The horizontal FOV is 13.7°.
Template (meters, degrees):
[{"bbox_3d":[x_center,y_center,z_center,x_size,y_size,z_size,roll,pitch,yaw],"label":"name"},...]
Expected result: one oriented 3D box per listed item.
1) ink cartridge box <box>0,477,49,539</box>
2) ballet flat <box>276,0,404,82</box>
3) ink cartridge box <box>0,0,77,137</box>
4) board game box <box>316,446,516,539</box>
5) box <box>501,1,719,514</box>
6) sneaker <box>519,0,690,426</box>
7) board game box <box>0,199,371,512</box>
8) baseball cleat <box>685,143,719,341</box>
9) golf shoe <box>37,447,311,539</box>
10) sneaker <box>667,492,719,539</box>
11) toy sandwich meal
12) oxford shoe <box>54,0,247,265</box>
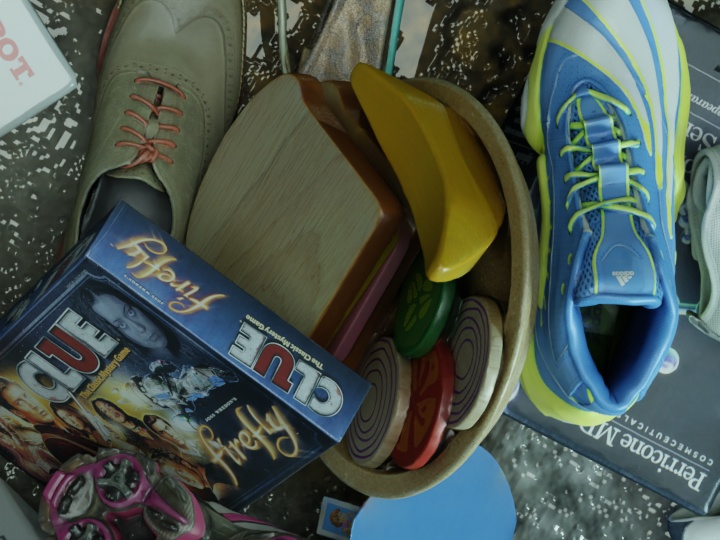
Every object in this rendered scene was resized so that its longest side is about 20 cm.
[{"bbox_3d":[-0.162,0.203,1.323,0.145,0.200,0.083,-43,125,-2],"label":"ink cartridge box"},{"bbox_3d":[-0.002,-0.156,1.390,0.067,0.068,0.201,14,92,-2],"label":"ballet flat"},{"bbox_3d":[-0.245,-0.092,1.348,0.199,0.083,0.147,-34,100,-5],"label":"ink cartridge box"},{"bbox_3d":[0.008,0.171,1.404,0.039,0.158,0.201,16,97,30],"label":"board game box"},{"bbox_3d":[0.130,-0.014,1.395,0.148,0.107,0.201,27,92,-11],"label":"box"},{"bbox_3d":[0.113,-0.029,1.274,0.075,0.105,0.201,1,97,-12],"label":"sneaker"},{"bbox_3d":[-0.098,0.055,1.333,0.135,0.200,0.035,36,57,-10],"label":"board game box"},{"bbox_3d":[0.209,-0.054,1.306,0.106,0.070,0.201,27,90,-11],"label":"baseball cleat"},{"bbox_3d":[-0.045,0.145,1.314,0.199,0.092,0.073,32,84,23],"label":"golf shoe"},{"bbox_3d":[0.238,0.092,1.446,0.200,0.073,0.071,-37,103,-3],"label":"sneaker"},{"bbox_3d":[0.000,0.000,1.315,0.070,0.205,0.207,7,95,-34],"label":"toy sandwich meal"},{"bbox_3d":[-0.091,-0.063,1.378,0.070,0.075,0.201,12,93,-7],"label":"oxford shoe"}]
